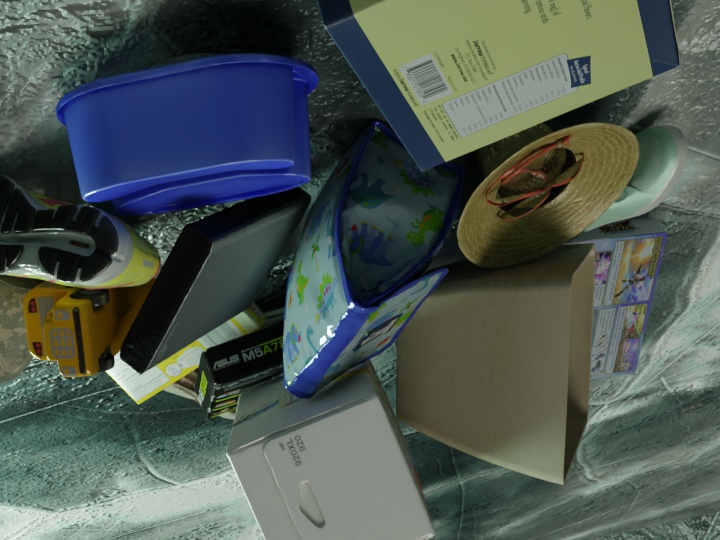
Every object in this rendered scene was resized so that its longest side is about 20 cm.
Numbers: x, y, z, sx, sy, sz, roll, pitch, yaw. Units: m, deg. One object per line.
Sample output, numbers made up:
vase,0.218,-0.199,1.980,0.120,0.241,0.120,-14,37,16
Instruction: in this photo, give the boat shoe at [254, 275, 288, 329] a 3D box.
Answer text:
boat shoe,-0.052,0.018,1.144,0.199,0.063,0.075,-22,168,5

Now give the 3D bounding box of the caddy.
caddy,-0.127,-0.111,0.811,0.199,0.106,0.141,-9,174,6

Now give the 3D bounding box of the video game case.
video game case,0.254,0.041,1.270,0.180,0.045,0.201,-6,121,-17

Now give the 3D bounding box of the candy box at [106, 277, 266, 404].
candy box,-0.201,0.061,1.129,0.200,0.026,0.102,-31,106,30

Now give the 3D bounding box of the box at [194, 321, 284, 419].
box,-0.077,0.094,1.165,0.199,0.048,0.193,-19,169,-15

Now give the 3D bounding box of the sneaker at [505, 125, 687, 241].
sneaker,0.223,-0.082,1.077,0.118,0.074,0.200,3,152,-45

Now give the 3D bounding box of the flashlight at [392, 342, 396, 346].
flashlight,0.117,0.083,1.236,0.199,0.068,0.068,21,165,17

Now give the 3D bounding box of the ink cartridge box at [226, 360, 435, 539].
ink cartridge box,-0.029,0.180,1.026,0.144,0.148,0.200,-23,-170,1

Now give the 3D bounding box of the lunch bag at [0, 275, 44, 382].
lunch bag,-0.384,0.043,0.946,0.199,0.118,0.164,-24,155,28

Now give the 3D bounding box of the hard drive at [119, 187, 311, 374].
hard drive,-0.124,0.001,0.946,0.140,0.033,0.200,-58,170,23

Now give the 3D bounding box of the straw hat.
straw hat,0.153,-0.097,0.997,0.200,0.085,0.201,-23,150,-14

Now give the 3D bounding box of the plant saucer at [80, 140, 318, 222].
plant saucer,-0.140,-0.091,0.938,0.199,0.019,0.070,-20,153,7

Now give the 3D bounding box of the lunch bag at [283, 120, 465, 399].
lunch bag,0.000,0.000,0.964,0.127,0.201,0.170,28,141,-5

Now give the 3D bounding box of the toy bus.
toy bus,-0.231,0.030,0.938,0.078,0.065,0.200,0,-165,7

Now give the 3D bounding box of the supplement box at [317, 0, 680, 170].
supplement box,0.087,-0.198,0.715,0.199,0.135,0.200,-21,153,13

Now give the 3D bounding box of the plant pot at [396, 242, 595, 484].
plant pot,0.137,0.081,1.098,0.176,0.201,0.200,3,-168,17

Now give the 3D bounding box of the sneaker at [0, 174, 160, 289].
sneaker,-0.245,-0.021,0.872,0.199,0.079,0.090,18,179,32

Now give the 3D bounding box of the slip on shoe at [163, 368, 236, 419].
slip on shoe,-0.165,0.124,1.287,0.060,0.076,0.200,-27,144,28
